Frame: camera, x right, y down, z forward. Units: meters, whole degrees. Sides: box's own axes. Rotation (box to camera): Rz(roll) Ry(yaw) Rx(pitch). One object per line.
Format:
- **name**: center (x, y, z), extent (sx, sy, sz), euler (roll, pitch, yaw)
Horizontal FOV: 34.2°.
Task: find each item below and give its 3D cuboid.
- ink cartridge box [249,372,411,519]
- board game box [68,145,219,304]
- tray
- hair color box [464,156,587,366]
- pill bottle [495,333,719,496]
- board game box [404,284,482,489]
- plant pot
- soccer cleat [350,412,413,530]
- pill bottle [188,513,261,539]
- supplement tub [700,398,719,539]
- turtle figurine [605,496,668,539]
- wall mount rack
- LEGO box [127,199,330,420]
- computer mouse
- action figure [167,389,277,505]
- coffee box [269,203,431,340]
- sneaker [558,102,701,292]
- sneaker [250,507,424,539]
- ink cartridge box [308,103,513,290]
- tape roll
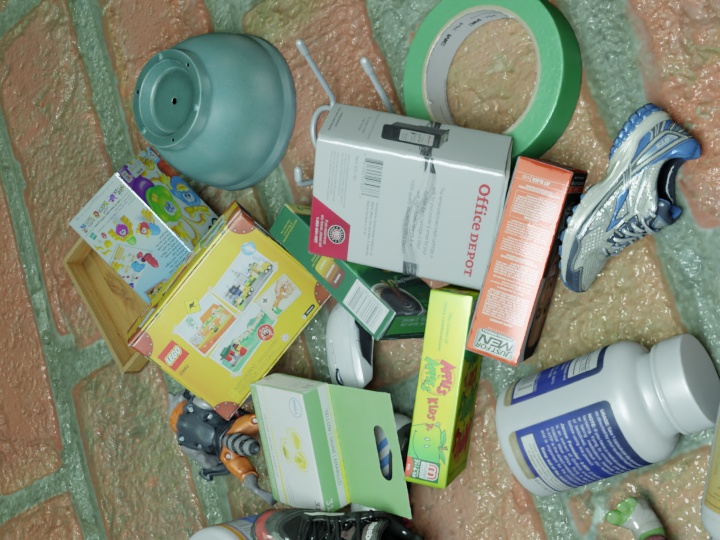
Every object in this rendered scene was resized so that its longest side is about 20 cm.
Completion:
- **ink cartridge box**: center (-0.036, 0.197, 1.287), extent (0.199, 0.048, 0.147), euler (4, 109, 51)
- **board game box**: center (-0.241, -0.036, 1.452), extent (0.105, 0.103, 0.200), euler (-39, 99, 28)
- **tray**: center (-0.333, 0.032, 1.613), extent (0.099, 0.037, 0.201), euler (-46, 63, 26)
- **hair color box**: center (0.171, -0.011, 1.201), extent (0.061, 0.101, 0.202), euler (18, 100, 18)
- **pill bottle**: center (0.242, 0.137, 1.138), extent (0.199, 0.119, 0.121), euler (-25, 74, 33)
- **board game box**: center (0.094, 0.120, 1.250), extent (0.047, 0.101, 0.203), euler (9, 96, 16)
- **plant pot**: center (-0.197, -0.206, 1.461), extent (0.198, 0.134, 0.203), euler (-1, 88, 35)
- **soccer cleat**: center (0.019, 0.258, 1.337), extent (0.086, 0.069, 0.203), euler (19, 95, 47)
- **pill bottle**: center (-0.102, 0.333, 1.333), extent (0.111, 0.199, 0.114), euler (-1, 88, 35)
- **supplement tub**: center (0.378, 0.175, 1.022), extent (0.143, 0.144, 0.203), euler (12, 96, 35)
- **turtle figurine**: center (0.267, 0.320, 1.084), extent (0.198, 0.145, 0.194), euler (-25, 46, -10)
- **wall mount rack**: center (-0.015, -0.168, 1.337), extent (0.199, 0.074, 0.176), euler (24, 117, 44)
- **LEGO box**: center (-0.152, 0.046, 1.362), extent (0.200, 0.149, 0.077), euler (-50, 17, 1)
- **computer mouse**: center (-0.018, 0.111, 1.344), extent (0.109, 0.043, 0.203), euler (-29, 55, 57)
- **action figure**: center (-0.162, 0.175, 1.443), extent (0.192, 0.104, 0.203), euler (12, 93, 35)
- **coffee box**: center (0.000, 0.000, 1.318), extent (0.200, 0.122, 0.044), euler (44, 114, 30)
- **sneaker**: center (0.266, -0.059, 1.156), extent (0.085, 0.077, 0.202), euler (34, 109, 27)
- **sneaker**: center (-0.017, 0.285, 1.234), extent (0.098, 0.198, 0.071), euler (109, 176, -56)
- **ink cartridge box**: center (0.053, -0.078, 1.230), extent (0.197, 0.084, 0.147), euler (12, 125, 7)
- **tape roll**: center (0.140, -0.208, 1.269), extent (0.199, 0.048, 0.203), euler (-1, 88, 37)
